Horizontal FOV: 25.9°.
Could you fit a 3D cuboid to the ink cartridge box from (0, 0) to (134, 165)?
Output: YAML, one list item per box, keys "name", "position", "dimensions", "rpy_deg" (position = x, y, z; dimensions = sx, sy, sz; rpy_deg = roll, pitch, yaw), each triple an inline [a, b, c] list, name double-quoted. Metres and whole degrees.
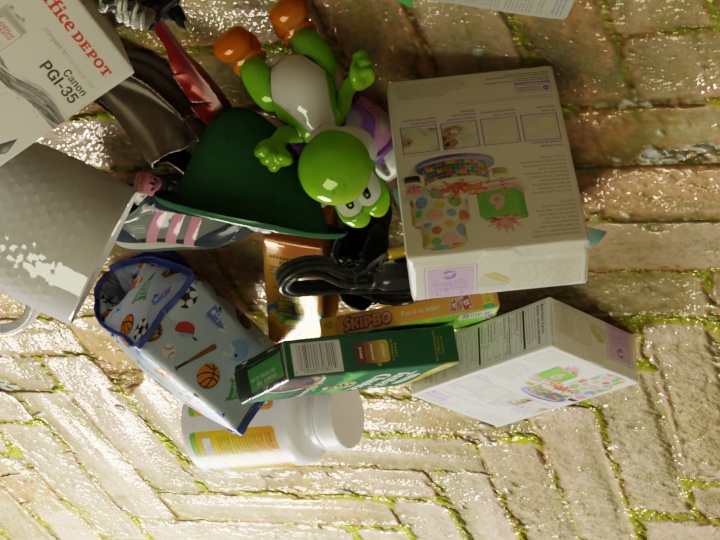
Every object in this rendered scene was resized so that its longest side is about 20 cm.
- name: "ink cartridge box"
  position: [-0.320, -0.183, 1.355]
  dimensions: [0.200, 0.083, 0.147]
  rpy_deg: [-35, 133, 2]

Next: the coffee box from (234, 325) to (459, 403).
- name: "coffee box"
  position: [-0.013, 0.095, 1.593]
  dimensions: [0.200, 0.044, 0.123]
  rpy_deg: [-4, 167, -30]

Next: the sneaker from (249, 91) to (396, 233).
- name: "sneaker"
  position: [-0.045, -0.107, 1.464]
  dimensions: [0.200, 0.081, 0.088]
  rpy_deg: [-26, 124, 30]

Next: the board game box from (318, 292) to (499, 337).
- name: "board game box"
  position: [0.040, 0.054, 1.615]
  dimensions: [0.200, 0.030, 0.096]
  rpy_deg: [-13, 169, -2]

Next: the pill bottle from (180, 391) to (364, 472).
- name: "pill bottle"
  position: [-0.101, 0.176, 1.844]
  dimensions: [0.200, 0.111, 0.111]
  rpy_deg: [-8, 140, 28]

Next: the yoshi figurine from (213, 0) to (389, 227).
- name: "yoshi figurine"
  position: [-0.040, -0.130, 1.312]
  dimensions: [0.112, 0.112, 0.200]
  rpy_deg: [-40, 77, 46]

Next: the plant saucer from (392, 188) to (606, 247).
- name: "plant saucer"
  position: [0.125, -0.043, 1.438]
  dimensions: [0.200, 0.027, 0.200]
  rpy_deg: [11, -179, 0]

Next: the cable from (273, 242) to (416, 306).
- name: "cable"
  position: [0.000, 0.000, 1.465]
  dimensions: [0.200, 0.050, 0.097]
  rpy_deg: [-3, 152, -28]

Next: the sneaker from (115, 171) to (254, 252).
- name: "sneaker"
  position: [-0.185, -0.066, 1.572]
  dimensions: [0.200, 0.070, 0.082]
  rpy_deg: [-8, 142, 26]

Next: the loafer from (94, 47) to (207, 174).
- name: "loafer"
  position: [-0.183, -0.137, 1.471]
  dimensions: [0.200, 0.071, 0.073]
  rpy_deg: [32, 141, -25]

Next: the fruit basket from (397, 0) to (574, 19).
- name: "fruit basket"
  position: [0.089, -0.272, 1.200]
  dimensions: [0.199, 0.094, 0.185]
  rpy_deg: [2, 147, -11]

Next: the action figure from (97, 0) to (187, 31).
- name: "action figure"
  position: [-0.183, -0.258, 1.268]
  dimensions: [0.119, 0.102, 0.200]
  rpy_deg: [47, 141, 8]

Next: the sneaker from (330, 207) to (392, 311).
- name: "sneaker"
  position: [-0.002, 0.002, 1.574]
  dimensions: [0.060, 0.104, 0.200]
  rpy_deg: [10, 145, 6]

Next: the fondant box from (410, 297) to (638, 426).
- name: "fondant box"
  position: [0.172, 0.101, 1.668]
  dimensions: [0.144, 0.058, 0.200]
  rpy_deg: [23, 148, -39]

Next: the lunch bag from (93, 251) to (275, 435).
- name: "lunch bag"
  position: [-0.192, 0.069, 1.699]
  dimensions: [0.170, 0.124, 0.200]
  rpy_deg: [46, 165, -26]

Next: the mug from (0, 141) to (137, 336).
- name: "mug"
  position: [-0.336, -0.029, 1.510]
  dimensions: [0.175, 0.148, 0.200]
  rpy_deg: [27, 105, -6]

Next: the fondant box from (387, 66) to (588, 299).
- name: "fondant box"
  position: [0.103, -0.076, 1.309]
  dimensions: [0.144, 0.200, 0.058]
  rpy_deg: [-6, 140, 1]

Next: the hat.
- name: "hat"
  position: [-0.090, -0.132, 1.367]
  dimensions: [0.200, 0.176, 0.166]
  rpy_deg: [9, -173, -28]

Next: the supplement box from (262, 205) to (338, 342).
- name: "supplement box"
  position: [-0.061, 0.004, 1.631]
  dimensions: [0.066, 0.069, 0.200]
  rpy_deg: [10, 148, 7]
